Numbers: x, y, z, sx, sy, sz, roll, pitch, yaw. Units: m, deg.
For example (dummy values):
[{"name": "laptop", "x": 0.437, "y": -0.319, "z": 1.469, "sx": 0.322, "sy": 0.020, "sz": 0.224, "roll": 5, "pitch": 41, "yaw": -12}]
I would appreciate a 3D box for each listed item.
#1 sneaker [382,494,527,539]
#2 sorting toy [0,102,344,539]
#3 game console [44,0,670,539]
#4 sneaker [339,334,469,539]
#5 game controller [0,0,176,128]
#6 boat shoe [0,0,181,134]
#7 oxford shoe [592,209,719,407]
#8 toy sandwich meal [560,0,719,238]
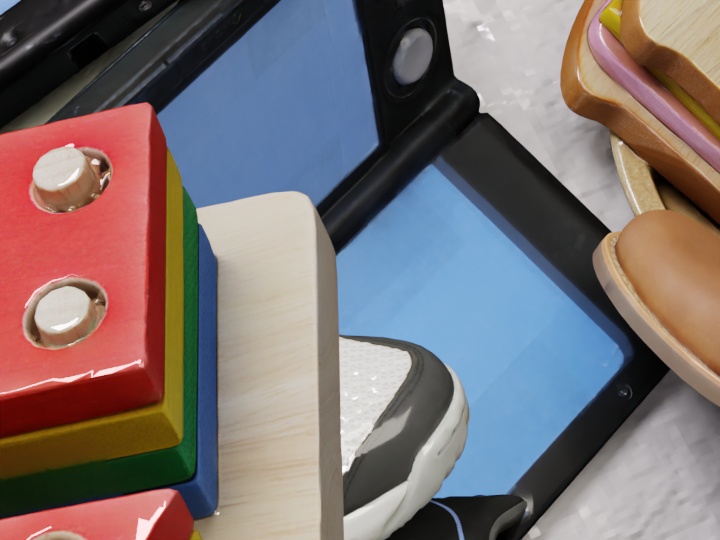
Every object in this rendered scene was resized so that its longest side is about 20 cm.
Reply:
[{"name": "sneaker", "x": 0.039, "y": 0.151, "z": 0.714, "sx": 0.077, "sy": 0.070, "sz": 0.201, "roll": -15, "pitch": 70, "yaw": -13}, {"name": "sorting toy", "x": -0.107, "y": 0.066, "z": 0.520, "sx": 0.199, "sy": 0.070, "sz": 0.200, "roll": -11, "pitch": 48, "yaw": 10}, {"name": "game console", "x": 0.000, "y": 0.000, "z": 0.829, "sx": 0.116, "sy": 0.176, "sz": 0.200, "roll": 26, "pitch": 56, "yaw": 30}, {"name": "sneaker", "x": -0.072, "y": 0.035, "z": 0.721, "sx": 0.199, "sy": 0.088, "sz": 0.076, "roll": -7, "pitch": 33, "yaw": 5}, {"name": "game controller", "x": -0.114, "y": -0.087, "z": 0.820, "sx": 0.200, "sy": 0.042, "sz": 0.105, "roll": -35, "pitch": 52, "yaw": 2}, {"name": "boat shoe", "x": -0.057, "y": -0.090, "z": 0.884, "sx": 0.072, "sy": 0.060, "sz": 0.202, "roll": 2, "pitch": 46, "yaw": 34}, {"name": "oxford shoe", "x": 0.154, "y": 0.025, "z": 0.818, "sx": 0.200, "sy": 0.072, "sz": 0.071, "roll": 35, "pitch": 24, "yaw": 35}, {"name": "toy sandwich meal", "x": 0.172, "y": -0.055, "z": 0.921, "sx": 0.204, "sy": 0.070, "sz": 0.206, "roll": 7, "pitch": 60, "yaw": -12}]
